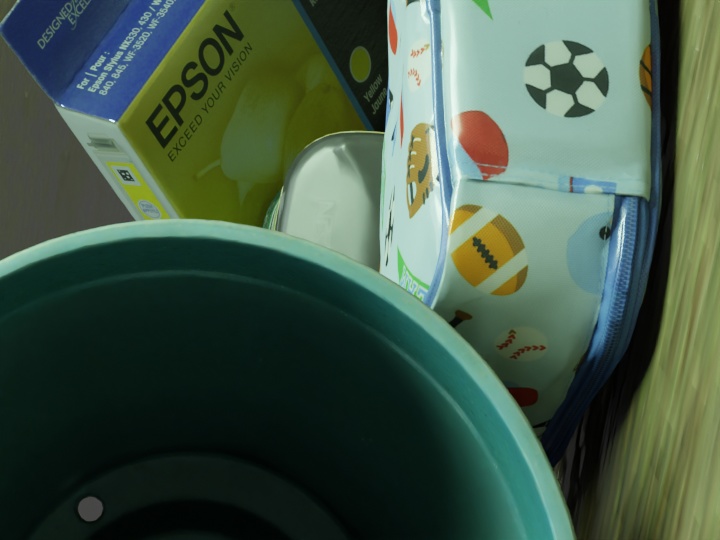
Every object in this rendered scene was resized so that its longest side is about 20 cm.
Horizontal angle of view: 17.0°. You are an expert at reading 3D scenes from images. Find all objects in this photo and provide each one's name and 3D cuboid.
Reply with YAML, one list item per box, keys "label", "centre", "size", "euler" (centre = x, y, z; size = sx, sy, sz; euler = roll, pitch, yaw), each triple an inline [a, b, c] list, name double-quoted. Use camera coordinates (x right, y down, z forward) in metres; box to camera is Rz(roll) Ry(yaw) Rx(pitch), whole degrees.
- label: "lunch bag"
  centre: [0.043, -0.046, 0.730]
  size: [0.161, 0.075, 0.201]
  euler: [104, 172, -64]
- label: "coffee jar"
  centre: [0.000, 0.000, 1.037]
  size: [0.200, 0.085, 0.105]
  euler: [142, 134, -84]
- label: "ink cartridge box"
  centre: [-0.056, -0.107, 1.141]
  size: [0.198, 0.047, 0.201]
  euler: [-58, -44, -29]
- label: "plant pot"
  centre: [-0.047, 0.104, 0.667]
  size: [0.188, 0.198, 0.202]
  euler: [102, 176, -79]
